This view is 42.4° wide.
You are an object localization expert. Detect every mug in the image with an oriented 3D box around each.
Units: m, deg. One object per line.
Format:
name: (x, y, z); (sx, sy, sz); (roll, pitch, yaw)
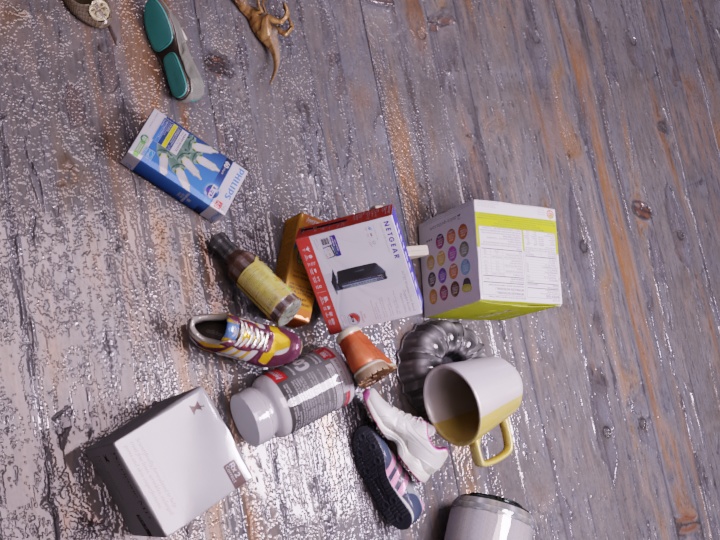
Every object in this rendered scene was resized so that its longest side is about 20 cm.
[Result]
mug: (0.218, 0.245, 1.719); (0.152, 0.149, 0.188); (-15, 120, -38)

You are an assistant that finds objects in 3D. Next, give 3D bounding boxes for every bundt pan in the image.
bundt pan: (0.172, 0.188, 1.816); (0.200, 0.076, 0.204); (8, 73, -27)

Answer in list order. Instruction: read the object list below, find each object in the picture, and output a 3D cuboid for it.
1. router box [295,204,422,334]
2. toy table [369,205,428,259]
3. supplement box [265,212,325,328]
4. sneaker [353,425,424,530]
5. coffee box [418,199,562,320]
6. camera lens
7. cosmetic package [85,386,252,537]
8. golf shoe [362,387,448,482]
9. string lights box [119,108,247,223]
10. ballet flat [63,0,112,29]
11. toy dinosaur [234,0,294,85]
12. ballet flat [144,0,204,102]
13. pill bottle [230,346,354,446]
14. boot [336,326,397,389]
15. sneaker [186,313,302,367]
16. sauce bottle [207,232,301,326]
router box: (0.000, 0.000, 1.649); (0.049, 0.178, 0.202); (-80, 153, -63)
toy table: (0.022, -0.019, 1.763); (0.199, 0.117, 0.185); (-19, 87, -32)
supplement box: (-0.116, -0.001, 1.712); (0.066, 0.069, 0.202); (19, 67, -25)
sneaker: (0.054, 0.374, 1.721); (0.082, 0.070, 0.202); (-18, 83, -56)
coffee box: (0.254, -0.013, 1.838); (0.198, 0.199, 0.200); (4, 76, -28)
camera lens: (0.229, 0.523, 1.712); (0.159, 0.160, 0.202); (25, 67, -21)
cosmetic package: (-0.303, 0.302, 1.455); (0.164, 0.200, 0.166); (-31, 92, -31)
golf shoe: (0.083, 0.288, 1.706); (0.091, 0.075, 0.201); (-37, 90, 3)
string lights box: (-0.313, -0.184, 1.654); (0.199, 0.059, 0.103); (33, 63, -18)
ballet flat: (-0.509, -0.517, 1.638); (0.067, 0.046, 0.201); (-39, 97, -29)
toy dinosaur: (-0.178, -0.463, 1.811); (0.106, 0.060, 0.201); (-29, 87, -7)
ballet flat: (-0.340, -0.402, 1.703); (0.064, 0.067, 0.202); (-15, 85, -58)
pill bottle: (-0.120, 0.220, 1.626); (0.199, 0.114, 0.115); (-23, 89, -31)
boot: (0.008, 0.153, 1.686); (0.075, 0.200, 0.108); (-34, 76, -1)
sneaker: (-0.198, 0.118, 1.585); (0.198, 0.090, 0.076); (7, 74, 0)
sauce bottle: (-0.190, 0.010, 1.634); (0.065, 0.065, 0.200); (-37, 72, -30)
